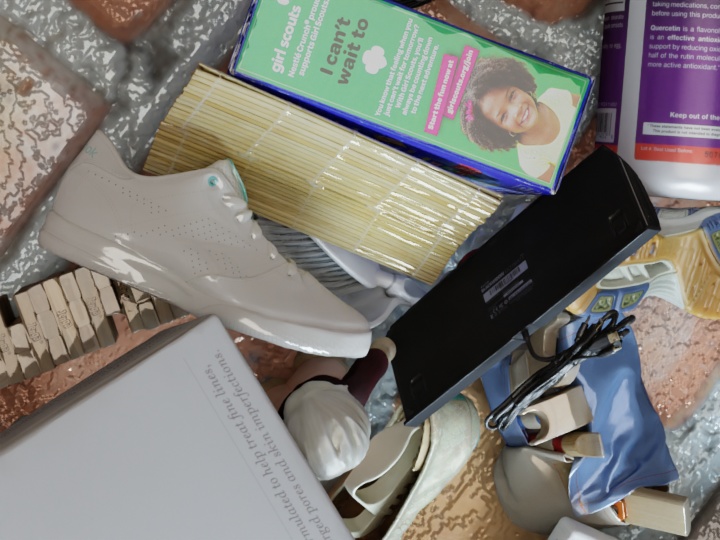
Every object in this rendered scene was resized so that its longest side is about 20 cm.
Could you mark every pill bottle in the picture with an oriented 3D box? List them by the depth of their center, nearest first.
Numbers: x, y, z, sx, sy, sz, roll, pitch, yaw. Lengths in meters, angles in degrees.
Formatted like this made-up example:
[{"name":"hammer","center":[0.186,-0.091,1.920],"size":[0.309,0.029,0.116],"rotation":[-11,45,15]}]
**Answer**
[{"name":"pill bottle","center":[0.208,-0.147,1.032],"size":[0.111,0.112,0.203],"rotation":[4,94,-5]}]

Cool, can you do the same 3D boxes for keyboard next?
[{"name":"keyboard","center":[0.095,0.028,0.946],"size":[0.020,0.128,0.200],"rotation":[25,126,-36]}]

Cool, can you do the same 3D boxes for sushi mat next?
[{"name":"sushi mat","center":[-0.023,-0.053,0.950],"size":[0.198,0.096,0.012],"rotation":[22,51,-17]}]

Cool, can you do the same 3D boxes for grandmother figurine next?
[{"name":"grandmother figurine","center":[-0.024,0.085,0.984],"size":[0.060,0.200,0.122],"rotation":[41,91,-7]}]

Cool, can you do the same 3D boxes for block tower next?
[{"name":"block tower","center":[-0.154,0.015,1.041],"size":[0.198,0.054,0.058],"rotation":[-20,97,-4]}]

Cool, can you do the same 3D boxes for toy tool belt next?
[{"name":"toy tool belt","center":[0.138,0.074,1.031],"size":[0.124,0.122,0.202],"rotation":[-26,98,-31]}]

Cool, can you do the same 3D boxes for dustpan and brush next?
[{"name":"dustpan and brush","center":[0.000,0.000,1.042],"size":[0.200,0.057,0.141],"rotation":[40,47,-37]}]

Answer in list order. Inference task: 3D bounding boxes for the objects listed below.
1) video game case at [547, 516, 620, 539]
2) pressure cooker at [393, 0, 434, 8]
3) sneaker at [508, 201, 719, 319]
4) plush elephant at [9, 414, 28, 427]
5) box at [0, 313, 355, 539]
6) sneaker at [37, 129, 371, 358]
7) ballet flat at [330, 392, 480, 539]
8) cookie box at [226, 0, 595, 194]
[{"name":"video game case","center":[0.159,0.269,1.060],"size":[0.199,0.024,0.183],"rotation":[26,101,-28]},{"name":"pressure cooker","center":[0.007,-0.251,0.961],"size":[0.177,0.200,0.178],"rotation":[17,90,-6]},{"name":"sneaker","center":[0.182,-0.020,1.032],"size":[0.198,0.088,0.076],"rotation":[3,114,-35]},{"name":"plush elephant","center":[-0.218,0.150,1.007],"size":[0.154,0.166,0.200],"rotation":[-23,59,-40]},{"name":"box","center":[-0.122,0.161,0.880],"size":[0.199,0.131,0.200],"rotation":[-33,95,-20]},{"name":"sneaker","center":[-0.077,-0.015,0.926],"size":[0.198,0.075,0.089],"rotation":[23,86,-5]},{"name":"ballet flat","center":[-0.001,0.152,1.043],"size":[0.062,0.067,0.201],"rotation":[18,111,-49]},{"name":"cookie box","center":[0.021,-0.112,0.989],"size":[0.198,0.171,0.076],"rotation":[19,90,-7]}]
